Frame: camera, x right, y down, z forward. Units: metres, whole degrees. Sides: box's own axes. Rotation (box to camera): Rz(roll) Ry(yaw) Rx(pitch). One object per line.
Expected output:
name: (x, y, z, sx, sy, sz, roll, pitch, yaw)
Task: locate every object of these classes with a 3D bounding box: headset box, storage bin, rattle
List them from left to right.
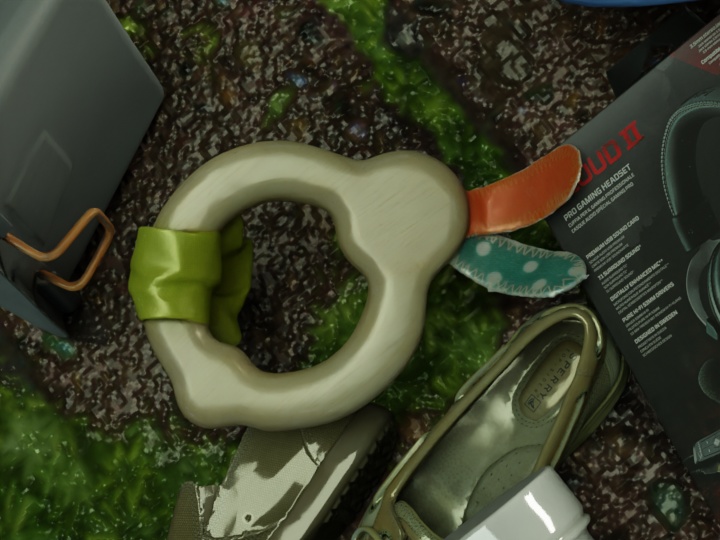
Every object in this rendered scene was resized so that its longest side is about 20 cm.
storage bin: (-0.166, -0.071, 0.952, 0.145, 0.200, 0.135, 27, 79, 18)
rattle: (0.000, 0.000, 0.938, 0.199, 0.143, 0.131, -24, 73, -5)
headset box: (0.173, -0.016, 0.875, 0.149, 0.077, 0.201, -39, 72, 35)

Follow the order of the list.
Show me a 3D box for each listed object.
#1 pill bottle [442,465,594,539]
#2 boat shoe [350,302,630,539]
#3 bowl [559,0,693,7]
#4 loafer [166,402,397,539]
pill bottle: (0.107, 0.184, 0.850, 0.111, 0.111, 0.200, -38, 85, 6)
boat shoe: (0.047, 0.100, 0.923, 0.073, 0.063, 0.201, 40, 95, 17)
bowl: (0.166, -0.156, 0.876, 0.200, 0.201, 0.040, -11, 108, 13)
loafer: (-0.061, 0.134, 0.947, 0.067, 0.076, 0.200, 34, 81, 19)
